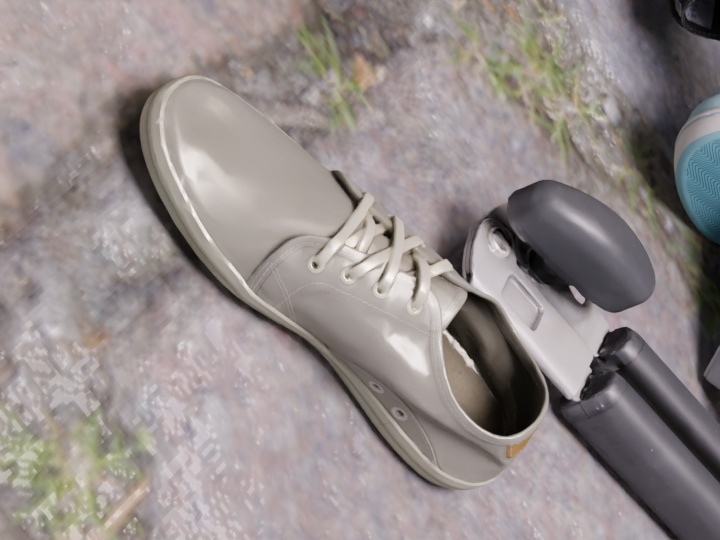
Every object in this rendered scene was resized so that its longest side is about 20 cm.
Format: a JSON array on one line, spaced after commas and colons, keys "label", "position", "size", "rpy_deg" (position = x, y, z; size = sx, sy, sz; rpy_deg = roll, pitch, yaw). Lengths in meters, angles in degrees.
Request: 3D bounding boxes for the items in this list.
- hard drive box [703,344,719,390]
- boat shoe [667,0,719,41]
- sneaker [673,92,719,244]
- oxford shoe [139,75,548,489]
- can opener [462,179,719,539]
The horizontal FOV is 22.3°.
[{"label": "hard drive box", "position": [0.275, -0.007, 0.848], "size": [0.156, 0.200, 0.077], "rpy_deg": [10, 23, -42]}, {"label": "boat shoe", "position": [0.186, -0.137, 0.889], "size": [0.200, 0.066, 0.070], "rpy_deg": [49, -10, 43]}, {"label": "sneaker", "position": [0.219, -0.071, 0.920], "size": [0.200, 0.079, 0.131], "rpy_deg": [29, 53, -44]}, {"label": "oxford shoe", "position": [0.000, 0.000, 0.679], "size": [0.200, 0.058, 0.075], "rpy_deg": [47, 46, -14]}, {"label": "can opener", "position": [0.120, 0.046, 0.765], "size": [0.200, 0.067, 0.053], "rpy_deg": [46, 45, -17]}]
